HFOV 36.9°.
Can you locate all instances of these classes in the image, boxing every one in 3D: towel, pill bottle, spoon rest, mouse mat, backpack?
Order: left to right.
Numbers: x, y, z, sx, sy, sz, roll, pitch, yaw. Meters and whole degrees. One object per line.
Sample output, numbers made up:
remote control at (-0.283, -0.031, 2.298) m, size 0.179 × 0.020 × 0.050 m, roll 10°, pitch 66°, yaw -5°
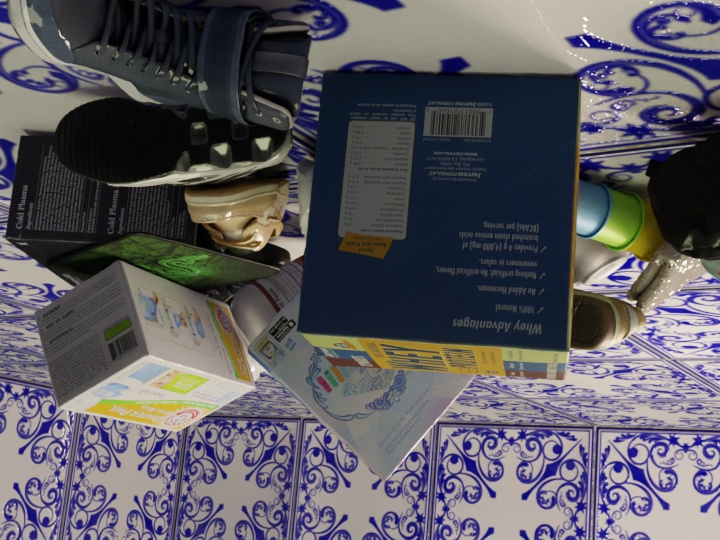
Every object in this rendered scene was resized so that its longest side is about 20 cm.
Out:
mouse mat at (-0.190, -0.002, 1.027) m, size 0.160 × 0.008 × 0.199 m, roll 15°, pitch 164°, yaw -37°
pill bottle at (-0.074, 0.050, 1.229) m, size 0.198 × 0.113 × 0.112 m, roll -29°, pitch 178°, yaw -20°
spoon rest at (0.211, -0.022, 1.066) m, size 0.099 × 0.061 × 0.199 m, roll -40°, pitch 162°, yaw 28°
towel at (0.317, -0.020, 0.995) m, size 0.132 × 0.035 × 0.200 m, roll -34°, pitch 165°, yaw -3°
backpack at (0.340, -0.048, 0.821) m, size 0.198 × 0.129 × 0.166 m, roll 9°, pitch 163°, yaw -27°

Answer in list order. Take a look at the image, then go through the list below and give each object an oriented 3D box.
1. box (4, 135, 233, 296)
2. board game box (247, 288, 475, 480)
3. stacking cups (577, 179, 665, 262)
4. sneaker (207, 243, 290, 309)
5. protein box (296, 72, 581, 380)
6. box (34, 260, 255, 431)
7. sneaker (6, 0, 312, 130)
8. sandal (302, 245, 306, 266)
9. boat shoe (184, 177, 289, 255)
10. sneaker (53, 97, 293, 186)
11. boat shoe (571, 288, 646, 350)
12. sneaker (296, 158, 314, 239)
box at (-0.228, -0.050, 1.079) m, size 0.179 × 0.106 × 0.200 m, roll 3°, pitch 166°, yaw 3°
board game box at (0.018, 0.079, 1.140) m, size 0.199 × 0.200 × 0.043 m, roll 42°, pitch 168°, yaw 6°
stacking cups at (0.199, -0.061, 0.979) m, size 0.198 × 0.061 × 0.060 m, roll 17°, pitch 163°, yaw -31°
sneaker at (-0.179, 0.009, 1.333) m, size 0.198 × 0.080 × 0.075 m, roll -2°, pitch 167°, yaw 32°
protein box at (0.067, -0.031, 0.832) m, size 0.196 × 0.203 × 0.135 m, roll 3°, pitch 167°, yaw 10°
box at (-0.208, 0.081, 1.071) m, size 0.112 × 0.102 × 0.200 m, roll -29°, pitch 156°, yaw 16°
sneaker at (-0.110, -0.144, 0.667) m, size 0.144 × 0.078 × 0.202 m, roll 13°, pitch 179°, yaw 18°
sandal at (0.000, -0.001, 0.995) m, size 0.048 × 0.076 × 0.200 m, roll -25°, pitch 176°, yaw 19°
boat shoe at (-0.107, -0.049, 0.990) m, size 0.073 × 0.070 × 0.200 m, roll 2°, pitch -174°, yaw 13°
sneaker at (-0.153, -0.100, 0.905) m, size 0.197 × 0.075 × 0.089 m, roll 0°, pitch 171°, yaw 3°
boat shoe at (0.211, 0.047, 1.116) m, size 0.075 × 0.073 × 0.199 m, roll -4°, pitch -169°, yaw -29°
sneaker at (-0.005, -0.062, 1.021) m, size 0.079 × 0.078 × 0.200 m, roll 1°, pitch 177°, yaw 16°
